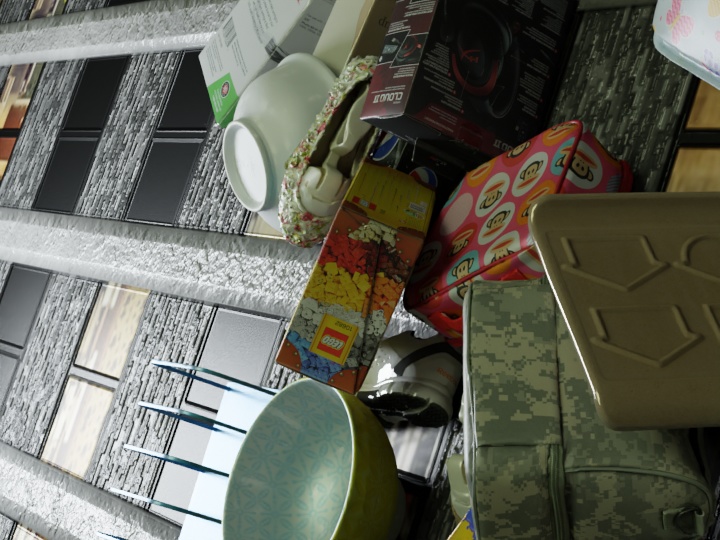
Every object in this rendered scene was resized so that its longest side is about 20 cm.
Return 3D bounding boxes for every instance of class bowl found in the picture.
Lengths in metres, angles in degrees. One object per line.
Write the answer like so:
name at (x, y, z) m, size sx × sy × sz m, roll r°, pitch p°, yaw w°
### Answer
bowl at (-0.025, 0.205, 1.403) m, size 0.200 × 0.108 × 0.200 m, roll -34°, pitch 45°, yaw 42°
bowl at (-0.080, -0.117, 1.610) m, size 0.201 × 0.090 × 0.201 m, roll 36°, pitch 135°, yaw 49°

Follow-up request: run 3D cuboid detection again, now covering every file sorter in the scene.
file sorter at (-0.169, 0.200, 1.607) m, size 0.139 × 0.123 × 0.200 m, roll 2°, pitch 72°, yaw 56°

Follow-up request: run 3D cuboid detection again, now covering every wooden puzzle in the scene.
wooden puzzle at (0.224, 0.030, 1.100) m, size 0.046 × 0.185 × 0.200 m, roll 102°, pitch 161°, yaw -47°

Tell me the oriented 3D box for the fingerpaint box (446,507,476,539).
fingerpaint box at (0.119, 0.284, 1.175) m, size 0.167 × 0.073 × 0.200 m, roll -57°, pitch 34°, yaw 18°

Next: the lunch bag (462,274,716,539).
lunch bag at (0.163, 0.107, 1.131) m, size 0.168 × 0.139 × 0.200 m, roll -5°, pitch 46°, yaw 9°

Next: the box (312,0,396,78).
box at (0.028, -0.261, 1.628) m, size 0.078 × 0.095 × 0.200 m, roll 27°, pitch 95°, yaw 57°

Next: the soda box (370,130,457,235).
soda box at (0.060, -0.120, 1.512) m, size 0.063 × 0.071 × 0.200 m, roll 25°, pitch 92°, yaw 64°

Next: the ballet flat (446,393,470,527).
ballet flat at (0.102, 0.144, 1.294) m, size 0.070 × 0.065 × 0.200 m, roll -9°, pitch 64°, yaw 51°

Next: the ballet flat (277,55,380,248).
ballet flat at (-0.024, -0.112, 1.505) m, size 0.064 × 0.076 × 0.200 m, roll -136°, pitch 67°, yaw -73°

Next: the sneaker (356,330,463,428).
sneaker at (0.026, 0.098, 1.445) m, size 0.200 × 0.074 × 0.080 m, roll -3°, pitch 54°, yaw 50°

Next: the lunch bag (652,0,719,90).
lunch bag at (0.298, -0.223, 1.141) m, size 0.200 × 0.127 × 0.170 m, roll 45°, pitch 134°, yaw 51°

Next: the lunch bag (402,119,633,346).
lunch bag at (0.123, -0.020, 1.306) m, size 0.200 × 0.082 × 0.176 m, roll -28°, pitch 29°, yaw 50°

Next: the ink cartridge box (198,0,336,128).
ink cartridge box at (-0.090, -0.265, 1.811) m, size 0.200 × 0.084 × 0.146 m, roll -49°, pitch 37°, yaw 27°

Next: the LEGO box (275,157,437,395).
LEGO box at (0.000, 0.000, 1.380) m, size 0.200 × 0.077 × 0.149 m, roll -69°, pitch 3°, yaw -74°

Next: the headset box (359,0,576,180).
headset box at (0.096, -0.183, 1.425) m, size 0.075 × 0.149 × 0.200 m, roll 2°, pitch 73°, yaw 57°
